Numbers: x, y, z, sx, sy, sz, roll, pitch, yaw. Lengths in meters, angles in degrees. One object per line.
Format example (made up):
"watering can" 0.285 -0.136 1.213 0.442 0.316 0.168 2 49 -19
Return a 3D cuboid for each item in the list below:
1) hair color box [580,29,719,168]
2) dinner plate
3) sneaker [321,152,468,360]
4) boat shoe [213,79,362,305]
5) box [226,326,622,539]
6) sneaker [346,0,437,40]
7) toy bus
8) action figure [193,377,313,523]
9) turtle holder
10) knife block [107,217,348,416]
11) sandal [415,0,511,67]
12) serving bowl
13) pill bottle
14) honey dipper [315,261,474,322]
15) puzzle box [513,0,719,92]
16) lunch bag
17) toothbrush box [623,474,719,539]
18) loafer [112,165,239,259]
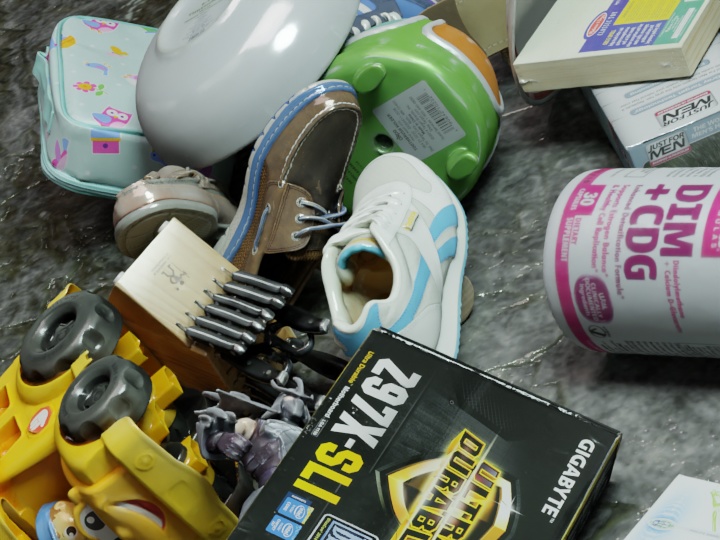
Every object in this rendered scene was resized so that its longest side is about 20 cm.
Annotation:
"hair color box" 0.215 -0.123 1.572 0.099 0.061 0.200 -23 29 4
"dinner plate" 0.141 -0.220 1.645 0.024 0.200 0.200 15 45 19
"sneaker" 0.019 -0.012 1.455 0.076 0.081 0.200 -29 39 23
"boat shoe" -0.041 -0.035 1.543 0.072 0.200 0.072 -1 38 -40
"box" 0.033 0.136 1.238 0.160 0.049 0.200 23 48 15
"sneaker" -0.009 -0.163 1.746 0.200 0.081 0.146 -5 24 -16
"toy bus" -0.185 0.132 1.412 0.192 0.136 0.200 -40 32 1
"action figure" -0.043 0.140 1.309 0.069 0.130 0.200 -54 23 42
"turtle holder" 0.026 -0.101 1.626 0.141 0.186 0.132 27 39 3
"knife block" -0.085 0.053 1.500 0.064 0.176 0.200 -50 1 -21
"sandal" 0.110 -0.190 1.746 0.212 0.078 0.070 -22 -8 -28
"serving bowl" -0.095 -0.169 1.631 0.200 0.066 0.200 -34 32 24
"pill bottle" 0.218 -0.004 1.327 0.200 0.113 0.113 1 39 38
"honey dipper" 0.000 0.000 1.557 0.038 0.038 0.200 -40 34 -24
"puzzle box" 0.205 -0.196 1.610 0.133 0.025 0.200 -2 36 34
"lunch bag" -0.181 -0.126 1.791 0.160 0.077 0.200 6 30 -13
"toothbrush box" 0.201 0.189 1.063 0.200 0.086 0.146 9 44 47
"loafer" -0.130 -0.043 1.588 0.072 0.063 0.200 -25 -14 13
